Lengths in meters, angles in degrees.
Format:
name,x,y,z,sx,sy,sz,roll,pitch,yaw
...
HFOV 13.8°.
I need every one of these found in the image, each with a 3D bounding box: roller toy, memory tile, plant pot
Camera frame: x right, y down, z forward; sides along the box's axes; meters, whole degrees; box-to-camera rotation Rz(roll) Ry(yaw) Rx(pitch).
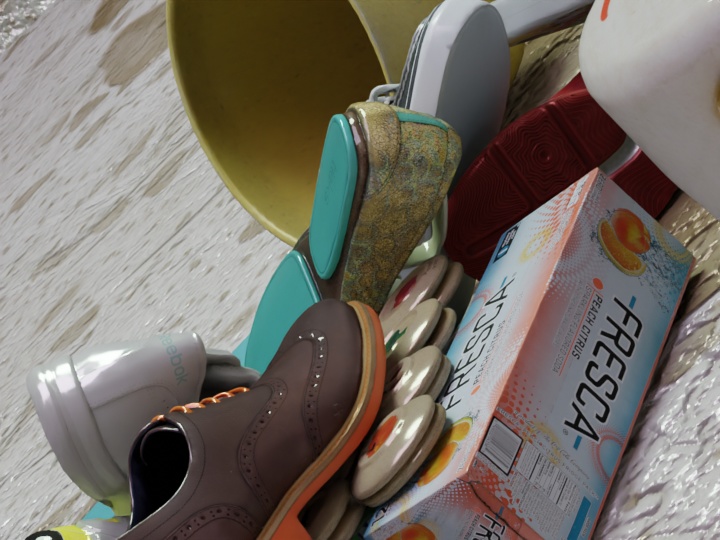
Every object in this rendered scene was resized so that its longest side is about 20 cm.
name,x,y,z,sx,sy,sz,roll,pitch,yaw
roller toy,0.181,-0.102,1.168,0.200,0.140,0.182,-54,16,-24
memory tile,-0.013,0.078,1.262,0.153,0.017,0.200,-48,12,19
plant pot,0.008,-0.125,1.669,0.142,0.200,0.200,-25,1,-34

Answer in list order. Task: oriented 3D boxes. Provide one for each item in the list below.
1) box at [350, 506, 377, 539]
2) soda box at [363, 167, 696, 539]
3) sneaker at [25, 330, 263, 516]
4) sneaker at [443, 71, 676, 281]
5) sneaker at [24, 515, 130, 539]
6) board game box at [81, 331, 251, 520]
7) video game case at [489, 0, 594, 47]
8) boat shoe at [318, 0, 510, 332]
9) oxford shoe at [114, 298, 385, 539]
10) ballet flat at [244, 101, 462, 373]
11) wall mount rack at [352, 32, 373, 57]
name,x,y,z,sx,sy,sz,roll,pitch,yaw
box,-0.018,0.123,1.318,0.117,0.048,0.200,-51,13,-16
soda box,0.072,0.050,1.220,0.068,0.064,0.200,-36,18,41
sneaker,-0.074,0.071,1.297,0.088,0.075,0.200,-26,-17,3
sneaker,0.116,-0.064,1.415,0.200,0.078,0.116,-36,5,-6
sneaker,-0.122,0.158,1.303,0.200,0.076,0.076,112,164,-52
board game box,-0.065,0.102,1.495,0.200,0.047,0.151,-48,15,-5
video game case,0.159,-0.149,1.391,0.182,0.023,0.200,-19,1,-21
boat shoe,0.023,-0.052,1.410,0.074,0.068,0.200,-47,-27,-35
oxford shoe,-0.046,0.067,1.190,0.071,0.072,0.200,-44,13,39
ballet flat,0.000,0.000,1.365,0.200,0.071,0.071,111,-175,-46
wall mount rack,0.007,-0.170,1.774,0.200,0.174,0.075,-44,49,10
